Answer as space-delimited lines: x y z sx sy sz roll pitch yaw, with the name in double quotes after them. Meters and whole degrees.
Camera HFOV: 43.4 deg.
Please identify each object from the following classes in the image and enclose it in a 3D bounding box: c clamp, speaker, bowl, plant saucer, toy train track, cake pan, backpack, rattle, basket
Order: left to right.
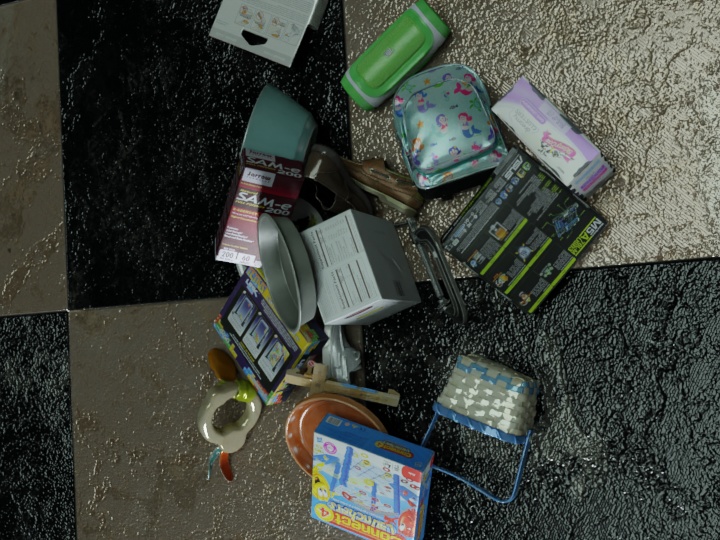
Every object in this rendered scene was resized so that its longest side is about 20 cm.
-0.269 0.274 1.692 0.142 0.130 0.202 29 126 32 "rattle"
-0.140 -0.218 1.604 0.104 0.201 0.203 17 95 3 "bowl"
-0.120 0.001 1.482 0.036 0.200 0.203 -15 79 -19 "cake pan"
-0.036 0.297 1.570 0.198 0.032 0.203 10 121 17 "plant saucer"
-0.029 0.193 1.546 0.197 0.033 0.116 13 136 0 "toy train track"
0.060 -0.371 1.568 0.200 0.088 0.089 -42 74 16 "speaker"
0.125 -0.002 1.516 0.027 0.171 0.202 -23 89 -13 "c clamp"
0.142 -0.239 1.498 0.175 0.151 0.203 -17 72 7 "backpack"
0.199 0.249 1.454 0.175 0.139 0.202 23 91 27 "basket"

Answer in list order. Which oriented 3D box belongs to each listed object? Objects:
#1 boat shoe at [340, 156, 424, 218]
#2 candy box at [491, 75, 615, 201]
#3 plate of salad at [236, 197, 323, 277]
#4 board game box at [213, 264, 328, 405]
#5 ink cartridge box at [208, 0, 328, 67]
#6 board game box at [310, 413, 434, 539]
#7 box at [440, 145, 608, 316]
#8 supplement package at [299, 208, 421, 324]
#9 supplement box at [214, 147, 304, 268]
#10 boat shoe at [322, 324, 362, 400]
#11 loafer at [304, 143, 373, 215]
0.028 -0.165 1.587 0.198 0.072 0.069 30 94 12 "boat shoe"
0.303 -0.200 1.397 0.072 0.200 0.168 -45 73 15 "candy box"
-0.151 -0.041 1.664 0.197 0.048 0.203 -1 87 23 "plate of salad"
-0.165 0.109 1.621 0.201 0.056 0.166 51 121 26 "board game box"
-0.168 -0.488 1.689 0.198 0.045 0.178 26 97 22 "ink cartridge box"
0.016 0.361 1.521 0.198 0.056 0.198 16 123 20 "board game box"
0.261 -0.062 1.453 0.192 0.048 0.201 36 103 -10 "box"
0.000 0.000 1.515 0.110 0.200 0.158 -23 78 20 "supplement package"
-0.176 -0.102 1.551 0.061 0.107 0.202 -102 28 -50 "supplement box"
-0.031 0.169 1.597 0.067 0.072 0.203 -1 84 7 "boat shoe"
-0.046 -0.130 1.549 0.073 0.200 0.071 20 67 41 "loafer"
